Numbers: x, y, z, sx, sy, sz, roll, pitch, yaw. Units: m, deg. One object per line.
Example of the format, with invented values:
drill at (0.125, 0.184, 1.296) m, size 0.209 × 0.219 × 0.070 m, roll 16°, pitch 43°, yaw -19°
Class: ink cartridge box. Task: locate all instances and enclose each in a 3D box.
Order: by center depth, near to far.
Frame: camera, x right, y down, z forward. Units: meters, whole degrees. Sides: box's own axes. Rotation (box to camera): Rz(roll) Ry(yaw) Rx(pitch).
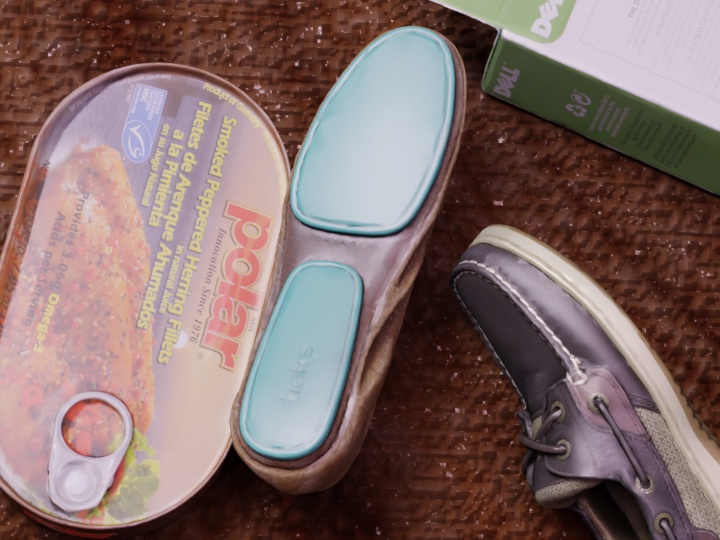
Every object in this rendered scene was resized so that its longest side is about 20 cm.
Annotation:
ink cartridge box at (0.117, -0.114, 0.899) m, size 0.199 × 0.059 × 0.104 m, roll 23°, pitch 70°, yaw 2°

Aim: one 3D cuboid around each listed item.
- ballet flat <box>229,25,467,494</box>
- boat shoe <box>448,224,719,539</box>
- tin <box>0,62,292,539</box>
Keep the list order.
ballet flat at (0.000, 0.000, 0.840) m, size 0.067 × 0.072 × 0.202 m, roll 9°, pitch 69°, yaw 16°
boat shoe at (0.098, 0.073, 0.826) m, size 0.066 × 0.072 × 0.201 m, roll -36°, pitch 83°, yaw -22°
tin at (-0.093, 0.012, 0.845) m, size 0.111 × 0.042 × 0.202 m, roll 13°, pitch 70°, yaw 3°
